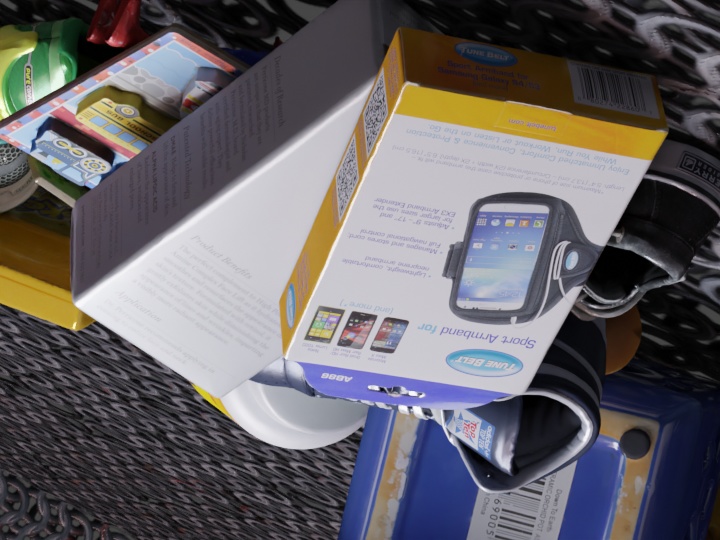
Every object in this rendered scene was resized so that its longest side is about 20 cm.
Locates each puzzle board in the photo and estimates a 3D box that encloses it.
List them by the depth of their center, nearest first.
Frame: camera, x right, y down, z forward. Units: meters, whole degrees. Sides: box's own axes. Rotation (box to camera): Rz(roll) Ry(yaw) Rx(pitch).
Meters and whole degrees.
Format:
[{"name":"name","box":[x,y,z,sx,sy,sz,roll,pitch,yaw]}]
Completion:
[{"name":"puzzle board","box":[-0.058,-0.044,1.324,0.200,0.017,0.151,29,148,-30]}]

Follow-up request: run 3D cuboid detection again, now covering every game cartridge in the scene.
[{"name":"game cartridge","box":[-0.181,-0.032,1.580,0.176,0.033,0.200,20,-157,21]}]

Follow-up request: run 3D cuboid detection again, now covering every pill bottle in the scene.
[{"name":"pill bottle","box":[-0.045,0.045,1.625,0.109,0.109,0.200,29,178,-15]}]

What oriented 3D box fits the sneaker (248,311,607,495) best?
[{"name":"sneaker","box":[0.024,0.052,1.328,0.199,0.109,0.070,1,126,-1]}]

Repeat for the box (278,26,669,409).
[{"name":"box","box":[0.042,-0.015,1.194,0.119,0.042,0.200,10,137,-16]}]

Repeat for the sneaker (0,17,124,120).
[{"name":"sneaker","box":[-0.107,-0.073,1.426,0.083,0.074,0.200,-15,150,41]}]

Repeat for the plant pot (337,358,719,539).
[{"name":"plant pot","box":[0.088,0.133,1.487,0.199,0.201,0.180,14,178,9]}]

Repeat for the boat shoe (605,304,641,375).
[{"name":"boat shoe","box":[0.056,-0.007,1.423,0.200,0.070,0.070,32,172,4]}]

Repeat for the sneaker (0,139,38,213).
[{"name":"sneaker","box":[-0.251,-0.120,1.506,0.200,0.078,0.091,38,159,-1]}]

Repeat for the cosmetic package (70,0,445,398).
[{"name":"cosmetic package","box":[-0.031,-0.035,1.243,0.200,0.074,0.102,-35,129,26]}]

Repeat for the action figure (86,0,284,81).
[{"name":"action figure","box":[-0.030,-0.089,1.307,0.200,0.052,0.065,26,173,-21]}]

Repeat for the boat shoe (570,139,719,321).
[{"name":"boat shoe","box":[0.113,-0.012,1.292,0.074,0.068,0.199,30,166,-19]}]

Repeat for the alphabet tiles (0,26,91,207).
[{"name":"alphabet tiles","box":[-0.146,-0.063,1.498,0.200,0.006,0.167,36,-163,-37]}]

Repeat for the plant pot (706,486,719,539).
[{"name":"plant pot","box":[0.151,0.181,1.720,0.189,0.201,0.201,-9,146,40]}]
